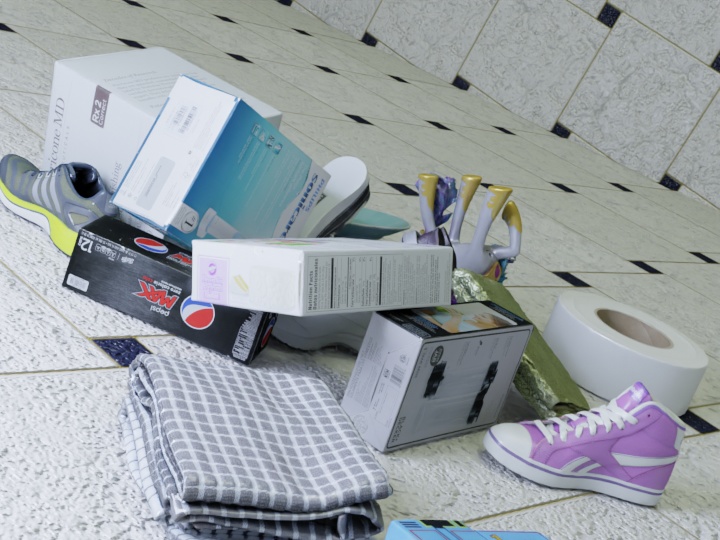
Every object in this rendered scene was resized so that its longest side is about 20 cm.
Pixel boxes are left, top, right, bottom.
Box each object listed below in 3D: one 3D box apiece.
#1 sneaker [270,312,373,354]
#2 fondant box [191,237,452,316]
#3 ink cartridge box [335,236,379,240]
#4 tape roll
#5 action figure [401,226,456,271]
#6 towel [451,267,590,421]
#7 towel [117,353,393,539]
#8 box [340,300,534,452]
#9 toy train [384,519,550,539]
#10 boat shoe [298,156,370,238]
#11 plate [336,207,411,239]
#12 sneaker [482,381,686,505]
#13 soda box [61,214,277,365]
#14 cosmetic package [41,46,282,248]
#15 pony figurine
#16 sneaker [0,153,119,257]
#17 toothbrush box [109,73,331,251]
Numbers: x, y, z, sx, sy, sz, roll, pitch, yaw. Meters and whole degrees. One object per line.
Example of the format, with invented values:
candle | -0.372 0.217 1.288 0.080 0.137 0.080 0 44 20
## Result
sneaker | -0.026 0.037 1.310 0.199 0.087 0.075 9 27 -31
fondant box | -0.033 0.003 1.154 0.144 0.059 0.199 6 5 43
ink cartridge box | -0.034 -0.019 1.561 0.099 0.039 0.199 32 18 32
tape roll | 0.323 0.100 1.573 0.201 0.071 0.203 19 17 -6
action figure | 0.000 0.000 1.379 0.199 0.070 0.130 -14 -19 17
towel | 0.170 0.086 1.353 0.200 0.036 0.148 57 14 21
towel | -0.080 0.136 0.935 0.165 0.086 0.200 12 19 -27
box | 0.074 0.096 1.204 0.060 0.117 0.199 29 20 33
toy train | 0.105 0.227 0.887 0.199 0.087 0.114 9 15 -36
boat shoe | -0.067 -0.046 1.443 0.072 0.200 0.068 37 -21 30
plate | -0.036 -0.066 1.596 0.199 0.026 0.200 11 9 -2
sneaker | 0.218 0.148 1.218 0.199 0.115 0.073 13 20 -22
soda box | -0.178 0.018 1.224 0.199 0.064 0.071 24 16 5
cosmetic package | -0.224 -0.130 1.411 0.199 0.166 0.165 29 29 28
pony figurine | 0.104 -0.012 1.506 0.192 0.201 0.166 13 17 34
sneaker | -0.312 -0.083 1.342 0.200 0.081 0.074 32 20 33
toothbrush box | -0.135 -0.083 1.290 0.085 0.147 0.200 26 -5 32
